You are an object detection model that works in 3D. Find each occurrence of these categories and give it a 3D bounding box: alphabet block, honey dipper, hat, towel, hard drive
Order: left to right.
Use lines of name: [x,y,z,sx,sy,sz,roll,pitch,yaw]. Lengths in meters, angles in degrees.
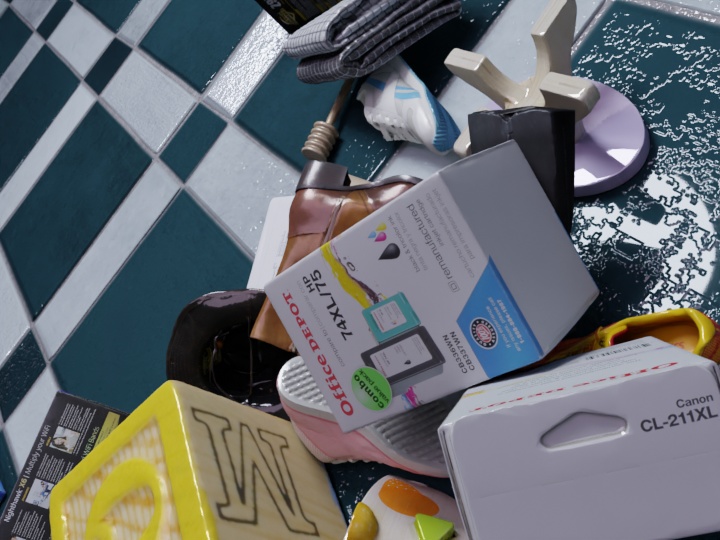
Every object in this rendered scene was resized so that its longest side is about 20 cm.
alphabet block: [-0.146,0.255,0.674,0.195,0.200,0.197,-42,47,13]
hat: [-0.115,0.101,0.816,0.200,0.201,0.081,-40,4,14]
hard drive: [-0.045,-0.028,0.836,0.199,0.027,0.133,0,70,41]
honey dipper: [-0.025,-0.240,0.982,0.038,0.038,0.201,10,70,42]
towel: [0.015,-0.312,0.907,0.200,0.086,0.165,-37,21,-12]

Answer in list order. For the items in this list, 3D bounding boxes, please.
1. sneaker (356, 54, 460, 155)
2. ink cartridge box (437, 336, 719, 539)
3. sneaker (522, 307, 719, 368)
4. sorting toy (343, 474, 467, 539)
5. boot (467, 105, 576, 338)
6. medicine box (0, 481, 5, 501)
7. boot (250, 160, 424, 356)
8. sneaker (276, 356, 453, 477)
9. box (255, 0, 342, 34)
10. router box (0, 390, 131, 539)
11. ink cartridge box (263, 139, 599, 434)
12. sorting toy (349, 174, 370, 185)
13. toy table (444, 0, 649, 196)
sneaker: [0.056,-0.185,0.858,0.081,0.076,0.200,-40,37,11]
ink cartridge box: [0.139,0.104,0.451,0.145,0.200,0.083,-16,85,14]
sneaker: [0.193,0.074,0.592,0.199,0.077,0.073,-27,53,27]
sorting toy: [0.069,0.282,0.579,0.179,0.107,0.201,9,71,22]
boot: [0.114,-0.045,0.653,0.164,0.201,0.066,3,23,31]
medicine box: [-0.673,0.366,1.117,0.182,0.103,0.201,32,88,45]
boot: [0.000,0.000,0.722,0.187,0.069,0.201,13,79,6]
sneaker: [0.013,0.156,0.704,0.199,0.105,0.076,19,53,15]
box: [-0.105,-0.455,1.055,0.159,0.200,0.050,-12,60,35]
router box: [-0.325,0.265,0.857,0.052,0.156,0.201,127,163,-73]
ink cartridge box: [0.056,0.016,0.587,0.199,0.146,0.147,-31,89,38]
sorting toy: [-0.018,-0.016,0.845,0.185,0.036,0.201,26,83,45]
toy table: [0.178,-0.164,0.714,0.199,0.117,0.185,17,77,45]
